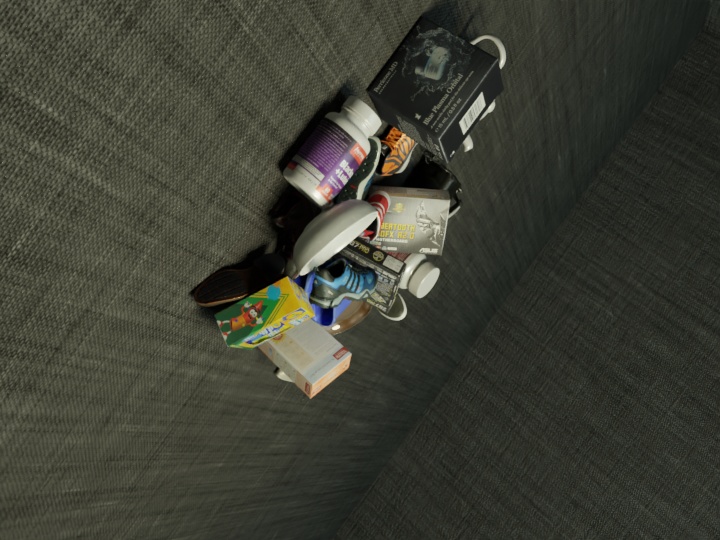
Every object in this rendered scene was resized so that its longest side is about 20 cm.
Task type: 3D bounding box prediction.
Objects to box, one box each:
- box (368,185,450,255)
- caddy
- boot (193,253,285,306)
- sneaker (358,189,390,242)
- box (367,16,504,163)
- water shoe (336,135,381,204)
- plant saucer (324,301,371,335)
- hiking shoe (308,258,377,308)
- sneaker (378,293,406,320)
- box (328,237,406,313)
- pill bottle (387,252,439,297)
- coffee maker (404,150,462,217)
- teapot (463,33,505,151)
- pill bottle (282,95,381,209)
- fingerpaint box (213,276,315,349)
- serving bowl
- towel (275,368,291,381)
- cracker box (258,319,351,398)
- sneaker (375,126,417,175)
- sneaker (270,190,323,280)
[{"bbox_3d":[0.111,-0.121,1.582,0.049,0.194,0.161,-88,-177,-52],"label":"box"},{"bbox_3d":[-0.095,0.039,1.491,0.105,0.140,0.203,-40,152,-32],"label":"caddy"},{"bbox_3d":[-0.241,0.044,1.309,0.197,0.075,0.098,-23,152,-28],"label":"boot"},{"bbox_3d":[-0.003,-0.086,1.509,0.202,0.070,0.113,-57,-174,34],"label":"sneaker"},{"bbox_3d":[0.154,-0.368,1.330,0.198,0.199,0.117,-52,156,-1],"label":"box"},{"bbox_3d":[-0.004,-0.216,1.432,0.203,0.070,0.079,-65,175,34],"label":"water shoe"},{"bbox_3d":[-0.064,0.112,1.701,0.196,0.033,0.202,-21,153,-11],"label":"plant saucer"},{"bbox_3d":[-0.025,0.017,1.375,0.198,0.073,0.089,-19,123,-50],"label":"hiking shoe"},{"bbox_3d":[0.040,0.050,1.701,0.071,0.200,0.099,-45,145,5],"label":"sneaker"},{"bbox_3d":[0.000,0.000,1.517,0.049,0.197,0.163,-56,168,-36],"label":"box"},{"bbox_3d":[0.103,-0.024,1.693,0.109,0.199,0.111,-39,153,-25],"label":"pill bottle"},{"bbox_3d":[0.151,-0.184,1.690,0.191,0.134,0.202,37,89,-42],"label":"coffee maker"},{"bbox_3d":[0.252,-0.418,1.511,0.199,0.145,0.200,-52,155,-2],"label":"teapot"},{"bbox_3d":[-0.050,-0.229,1.252,0.202,0.111,0.111,-52,156,-2],"label":"pill bottle"},{"bbox_3d":[-0.190,0.094,1.342,0.164,0.075,0.200,-27,171,-1],"label":"fingerpaint box"},{"bbox_3d":[-0.060,-0.078,1.283,0.199,0.066,0.200,-38,177,-2],"label":"serving bowl"},{"bbox_3d":[-0.152,0.249,1.797,0.134,0.034,0.200,-55,155,-1],"label":"towel"},{"bbox_3d":[-0.136,0.187,1.540,0.133,0.199,0.059,-32,149,-36],"label":"cracker box"},{"bbox_3d":[0.082,-0.294,1.448,0.111,0.077,0.203,-25,143,-48],"label":"sneaker"},{"bbox_3d":[-0.153,-0.075,1.335,0.114,0.075,0.204,5,108,-56],"label":"sneaker"}]
